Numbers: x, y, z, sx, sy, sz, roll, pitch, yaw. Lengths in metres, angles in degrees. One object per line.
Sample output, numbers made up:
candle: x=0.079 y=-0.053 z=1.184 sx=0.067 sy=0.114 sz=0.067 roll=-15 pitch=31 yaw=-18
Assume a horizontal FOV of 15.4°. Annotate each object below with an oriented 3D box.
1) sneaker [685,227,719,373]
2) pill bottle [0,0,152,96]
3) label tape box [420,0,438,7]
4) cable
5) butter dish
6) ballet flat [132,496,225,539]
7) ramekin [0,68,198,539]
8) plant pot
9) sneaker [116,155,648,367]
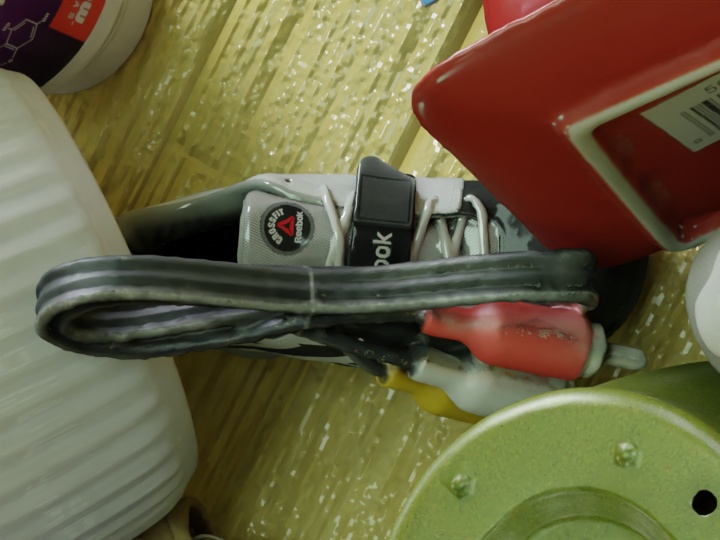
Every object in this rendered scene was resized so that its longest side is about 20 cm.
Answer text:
sneaker: x=0.144 y=0.011 z=0.800 sx=0.082 sy=0.200 sz=0.075 roll=-18 pitch=84 yaw=34
pill bottle: x=-0.161 y=-0.125 z=0.984 sx=0.112 sy=0.200 sz=0.113 roll=-6 pitch=78 yaw=28
label tape box: x=0.061 y=-0.204 z=0.954 sx=0.144 sy=0.063 sz=0.201 roll=-27 pitch=69 yaw=21
cable: x=-0.001 y=0.021 z=0.858 sx=0.097 sy=0.199 sz=0.051 roll=140 pitch=128 yaw=-58
butter dish: x=0.114 y=-0.110 z=0.820 sx=0.199 sy=0.199 sz=0.148 roll=-23 pitch=68 yaw=14
ballet flat: x=-0.015 y=0.147 z=0.934 sx=0.200 sy=0.069 sz=0.063 roll=36 pitch=83 yaw=28
ramekin: x=-0.137 y=0.022 z=0.950 sx=0.105 sy=0.200 sz=0.201 roll=-24 pitch=66 yaw=-13
plant pot: x=0.101 y=0.111 z=0.800 sx=0.199 sy=0.193 sz=0.202 roll=-6 pitch=78 yaw=28
sneaker: x=0.000 y=0.000 z=0.939 sx=0.199 sy=0.088 sz=0.075 roll=-4 pitch=77 yaw=26
